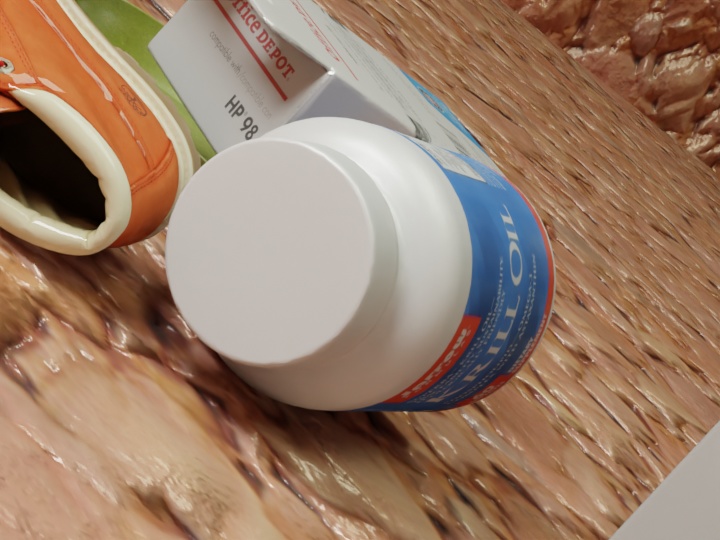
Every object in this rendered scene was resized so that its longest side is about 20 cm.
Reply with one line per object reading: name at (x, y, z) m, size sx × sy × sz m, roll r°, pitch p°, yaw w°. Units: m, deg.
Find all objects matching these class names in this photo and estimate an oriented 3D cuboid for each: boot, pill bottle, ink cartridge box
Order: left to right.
boot at (-0.145, -0.084, 0.886) m, size 0.200 × 0.075 × 0.107 m, roll 43°, pitch 16°, yaw -2°
ink cartridge box at (-0.019, -0.070, 1.108) m, size 0.200 × 0.067 × 0.116 m, roll 33°, pitch 15°, yaw -42°
pill bottle at (0.000, 0.000, 0.956) m, size 0.112 × 0.112 × 0.200 m, roll 45°, pitch 12°, yaw 16°

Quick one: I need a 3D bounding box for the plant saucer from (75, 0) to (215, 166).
plant saucer at (-0.069, -0.057, 1.140) m, size 0.200 × 0.031 × 0.200 m, roll 42°, pitch 11°, yaw -10°

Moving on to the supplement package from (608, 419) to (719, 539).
supplement package at (0.134, 0.157, 0.597) m, size 0.147 × 0.200 × 0.191 m, roll 30°, pitch 16°, yaw -45°
